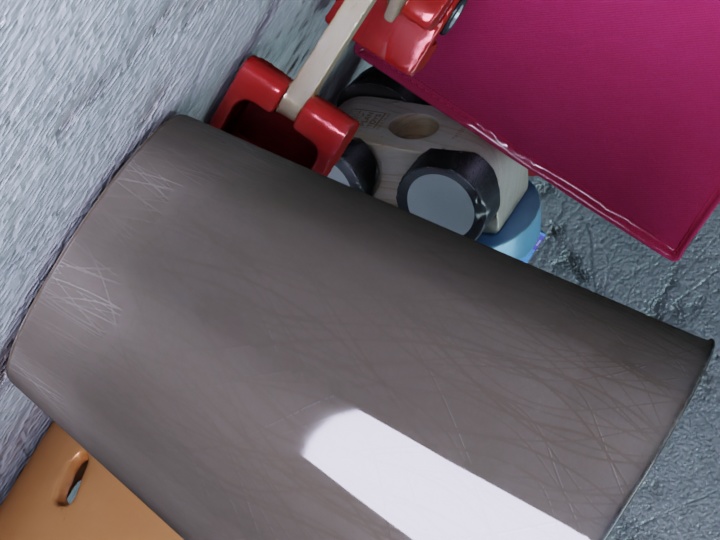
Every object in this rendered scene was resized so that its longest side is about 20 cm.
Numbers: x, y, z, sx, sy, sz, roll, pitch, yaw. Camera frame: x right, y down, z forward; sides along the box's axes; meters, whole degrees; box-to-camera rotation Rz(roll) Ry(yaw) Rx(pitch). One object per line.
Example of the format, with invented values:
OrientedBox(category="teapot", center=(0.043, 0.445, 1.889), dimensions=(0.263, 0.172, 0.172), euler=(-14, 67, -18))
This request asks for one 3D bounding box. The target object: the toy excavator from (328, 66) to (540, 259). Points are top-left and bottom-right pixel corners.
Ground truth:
OrientedBox(category="toy excavator", center=(0.000, 0.000, 1.199), dimensions=(0.100, 0.194, 0.200), euler=(-53, 146, -51))

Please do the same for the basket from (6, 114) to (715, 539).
OrientedBox(category="basket", center=(-0.009, 0.044, 0.794), dimensions=(0.180, 0.200, 0.136), euler=(-57, 177, 12))

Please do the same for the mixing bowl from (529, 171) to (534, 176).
OrientedBox(category="mixing bowl", center=(0.152, -0.155, 1.947), dimensions=(0.200, 0.108, 0.200), euler=(-56, 177, -5))

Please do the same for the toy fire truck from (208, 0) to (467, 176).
OrientedBox(category="toy fire truck", center=(0.018, -0.125, 0.900), dimensions=(0.200, 0.049, 0.141), euler=(-58, 176, 14))

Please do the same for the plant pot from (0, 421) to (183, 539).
OrientedBox(category="plant pot", center=(-0.081, 0.145, 0.942), dimensions=(0.200, 0.200, 0.140), euler=(103, 4, -79))

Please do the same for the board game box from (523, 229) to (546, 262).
OrientedBox(category="board game box", center=(0.068, 0.011, 2.089), dimensions=(0.200, 0.045, 0.152), euler=(-58, -144, 10))

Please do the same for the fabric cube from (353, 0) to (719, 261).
OrientedBox(category="fabric cube", center=(0.148, -0.169, 1.097), dimensions=(0.199, 0.196, 0.200), euler=(-52, 175, -40))
